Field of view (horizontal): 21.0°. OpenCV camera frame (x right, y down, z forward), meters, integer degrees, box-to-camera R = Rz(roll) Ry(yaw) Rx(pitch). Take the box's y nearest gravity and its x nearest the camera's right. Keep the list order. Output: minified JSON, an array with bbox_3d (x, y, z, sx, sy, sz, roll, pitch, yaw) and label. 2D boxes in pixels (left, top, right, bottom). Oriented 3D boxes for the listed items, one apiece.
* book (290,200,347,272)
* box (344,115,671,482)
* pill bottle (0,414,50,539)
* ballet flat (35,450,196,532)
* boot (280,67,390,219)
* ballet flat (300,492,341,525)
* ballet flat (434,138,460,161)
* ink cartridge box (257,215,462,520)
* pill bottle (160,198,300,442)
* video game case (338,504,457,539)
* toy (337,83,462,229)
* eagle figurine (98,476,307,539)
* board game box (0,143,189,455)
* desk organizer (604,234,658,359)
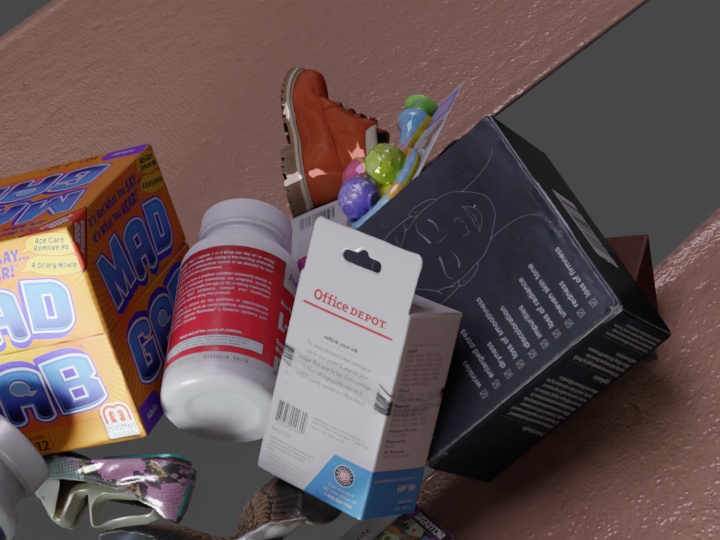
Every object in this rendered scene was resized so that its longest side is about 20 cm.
[{"bbox_3d":[0.000,0.000,1.774,0.133,0.048,0.201,-21,38,15],"label":"book"},{"bbox_3d":[0.100,0.025,1.526,0.196,0.124,0.201,-39,63,14],"label":"box"},{"bbox_3d":[-0.357,0.213,1.618,0.111,0.111,0.200,20,58,44],"label":"pill bottle"},{"bbox_3d":[-0.231,0.192,1.700,0.199,0.069,0.072,1,67,32],"label":"ballet flat"},{"bbox_3d":[-0.024,-0.135,1.923,0.106,0.075,0.201,-14,44,6],"label":"boot"},{"bbox_3d":[-0.036,0.123,1.640,0.067,0.046,0.201,9,61,-19],"label":"ballet flat"},{"bbox_3d":[0.073,-0.067,1.736,0.072,0.072,0.200,-3,29,29],"label":"ballet flat"},{"bbox_3d":[0.003,0.071,1.456,0.116,0.068,0.202,22,104,39],"label":"ink cartridge box"},{"bbox_3d":[-0.111,0.041,1.721,0.111,0.112,0.201,-11,52,22],"label":"pill bottle"},{"bbox_3d":[0.021,0.277,1.464,0.181,0.036,0.200,-41,40,-11],"label":"video game case"},{"bbox_3d":[0.017,-0.091,1.764,0.115,0.047,0.200,-38,15,48],"label":"toy"},{"bbox_3d":[-0.095,0.219,1.477,0.151,0.151,0.200,-52,42,7],"label":"eagle figurine"},{"bbox_3d":[-0.274,0.031,1.740,0.198,0.201,0.200,-11,20,21],"label":"board game box"},{"bbox_3d":[0.152,0.027,1.628,0.199,0.072,0.077,-5,42,28],"label":"desk organizer"}]
